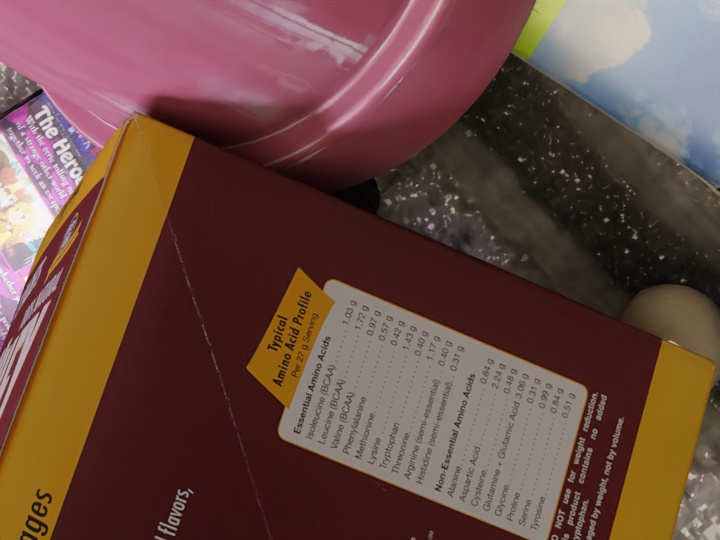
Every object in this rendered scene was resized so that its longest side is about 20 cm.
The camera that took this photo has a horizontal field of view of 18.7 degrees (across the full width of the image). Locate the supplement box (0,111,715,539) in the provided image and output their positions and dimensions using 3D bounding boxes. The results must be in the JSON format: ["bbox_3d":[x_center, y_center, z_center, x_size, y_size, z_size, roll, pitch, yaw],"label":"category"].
[{"bbox_3d":[-0.027,0.094,0.674,0.199,0.133,0.199,23,70,-12],"label":"supplement box"}]

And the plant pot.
[{"bbox_3d":[-0.063,-0.130,0.649,0.198,0.178,0.202,-3,84,33],"label":"plant pot"}]

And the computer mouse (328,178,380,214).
[{"bbox_3d":[0.000,0.000,0.784,0.200,0.034,0.059,44,104,-4],"label":"computer mouse"}]

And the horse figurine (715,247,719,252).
[{"bbox_3d":[0.234,0.028,0.748,0.198,0.050,0.134,-11,106,15],"label":"horse figurine"}]

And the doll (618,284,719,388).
[{"bbox_3d":[0.180,0.019,0.702,0.198,0.049,0.138,-1,120,19],"label":"doll"}]

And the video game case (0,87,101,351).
[{"bbox_3d":[-0.118,0.052,0.804,0.180,0.036,0.201,-29,97,21],"label":"video game case"}]

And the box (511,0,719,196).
[{"bbox_3d":[0.092,-0.119,0.734,0.199,0.048,0.122,33,107,-1],"label":"box"}]
